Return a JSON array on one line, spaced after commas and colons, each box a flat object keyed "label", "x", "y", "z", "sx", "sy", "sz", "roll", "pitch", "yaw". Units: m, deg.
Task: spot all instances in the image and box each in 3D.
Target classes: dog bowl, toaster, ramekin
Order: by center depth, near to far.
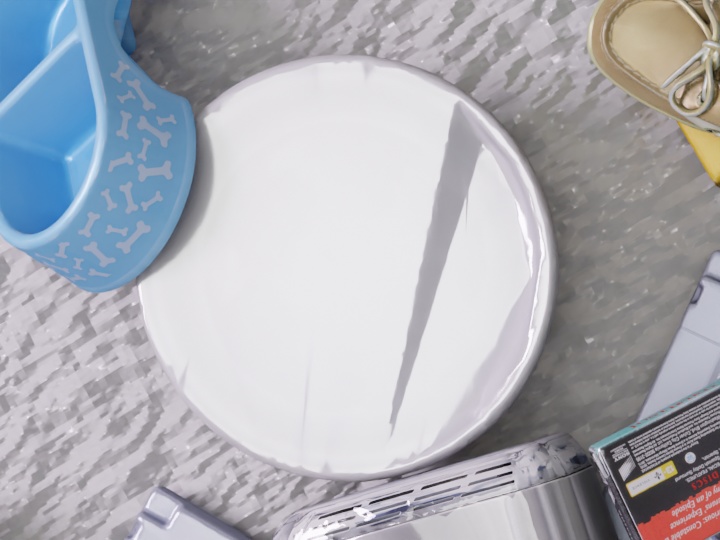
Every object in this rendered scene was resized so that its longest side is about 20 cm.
[{"label": "toaster", "x": 0.050, "y": 0.154, "z": 1.233, "sx": 0.199, "sy": 0.114, "sz": 0.130, "roll": -17, "pitch": 87, "yaw": 17}, {"label": "dog bowl", "x": -0.141, "y": -0.086, "z": 1.285, "sx": 0.111, "sy": 0.049, "sz": 0.201, "roll": -40, "pitch": 50, "yaw": 33}, {"label": "ramekin", "x": 0.000, "y": 0.000, "z": 1.285, "sx": 0.201, "sy": 0.094, "sz": 0.203, "roll": 0, "pitch": 88, "yaw": 11}]

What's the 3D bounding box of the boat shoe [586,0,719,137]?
[{"label": "boat shoe", "x": 0.198, "y": -0.085, "z": 1.213, "sx": 0.200, "sy": 0.063, "sz": 0.073, "roll": 24, "pitch": 93, "yaw": 9}]

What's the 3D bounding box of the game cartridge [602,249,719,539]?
[{"label": "game cartridge", "x": 0.187, "y": 0.108, "z": 1.277, "sx": 0.133, "sy": 0.040, "sz": 0.201, "roll": 26, "pitch": 94, "yaw": 14}]

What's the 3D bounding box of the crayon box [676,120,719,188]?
[{"label": "crayon box", "x": 0.189, "y": -0.130, "z": 1.275, "sx": 0.127, "sy": 0.051, "sz": 0.201, "roll": -32, "pitch": 84, "yaw": 8}]

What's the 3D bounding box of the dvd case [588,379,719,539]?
[{"label": "dvd case", "x": 0.207, "y": 0.138, "z": 1.204, "sx": 0.146, "sy": 0.022, "sz": 0.201, "roll": -27, "pitch": 93, "yaw": -10}]

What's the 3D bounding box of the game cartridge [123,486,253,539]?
[{"label": "game cartridge", "x": -0.092, "y": 0.226, "z": 1.326, "sx": 0.133, "sy": 0.041, "sz": 0.201, "roll": 30, "pitch": 94, "yaw": 13}]
